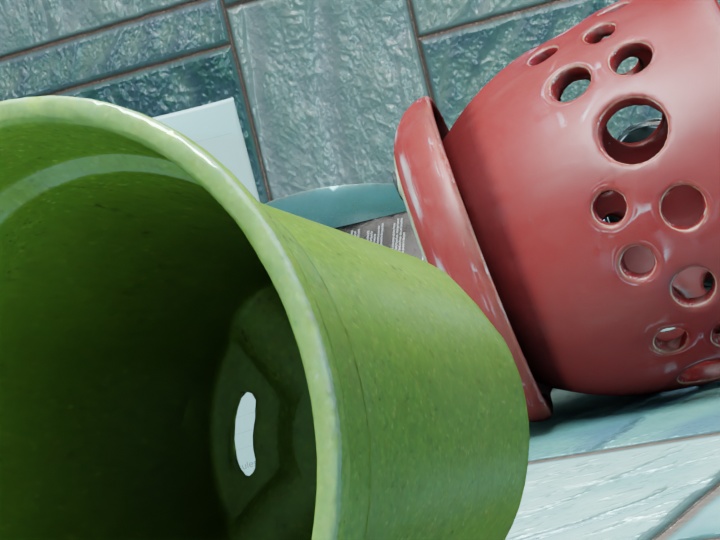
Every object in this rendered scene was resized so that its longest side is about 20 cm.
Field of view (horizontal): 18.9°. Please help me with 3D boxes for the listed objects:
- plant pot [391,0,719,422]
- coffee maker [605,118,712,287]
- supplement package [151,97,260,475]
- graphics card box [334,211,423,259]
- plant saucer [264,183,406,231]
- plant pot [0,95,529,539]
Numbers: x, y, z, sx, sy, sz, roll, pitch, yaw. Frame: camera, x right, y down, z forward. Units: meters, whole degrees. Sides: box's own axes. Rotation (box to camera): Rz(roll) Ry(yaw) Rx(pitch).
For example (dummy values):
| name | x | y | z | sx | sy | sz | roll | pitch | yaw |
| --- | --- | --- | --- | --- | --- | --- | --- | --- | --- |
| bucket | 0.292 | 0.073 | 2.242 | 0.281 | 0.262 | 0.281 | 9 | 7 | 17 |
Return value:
| name | x | y | z | sx | sy | sz | roll | pitch | yaw |
| --- | --- | --- | --- | --- | --- | --- | --- | --- | --- |
| plant pot | 0.126 | -0.026 | 1.108 | 0.182 | 0.201 | 0.200 | -23 | 2 | 7 |
| coffee maker | 0.291 | -0.065 | 1.531 | 0.191 | 0.135 | 0.200 | -11 | 5 | 29 |
| supplement package | -0.136 | 0.026 | 1.189 | 0.151 | 0.201 | 0.151 | -16 | 4 | -23 |
| graphics card box | 0.032 | 0.022 | 1.308 | 0.199 | 0.051 | 0.126 | -14 | 44 | 17 |
| plant saucer | 0.000 | 0.000 | 1.432 | 0.199 | 0.028 | 0.200 | -2 | -26 | -1 |
| plant pot | -0.045 | 0.055 | 0.671 | 0.199 | 0.202 | 0.184 | -12 | -7 | 30 |
